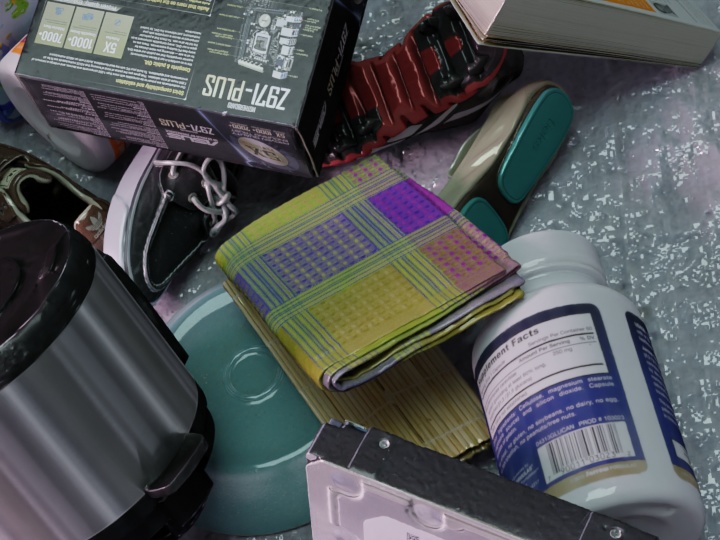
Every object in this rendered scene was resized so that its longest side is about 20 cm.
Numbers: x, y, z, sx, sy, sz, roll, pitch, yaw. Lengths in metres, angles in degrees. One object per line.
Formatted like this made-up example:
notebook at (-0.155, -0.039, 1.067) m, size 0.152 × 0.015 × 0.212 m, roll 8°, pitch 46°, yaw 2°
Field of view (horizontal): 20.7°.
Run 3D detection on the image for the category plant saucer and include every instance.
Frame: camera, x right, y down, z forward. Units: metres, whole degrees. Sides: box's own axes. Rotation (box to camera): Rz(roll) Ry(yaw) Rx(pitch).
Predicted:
plant saucer at (-0.066, 0.074, 1.292) m, size 0.198 × 0.036 × 0.202 m, roll -8°, pitch 55°, yaw 11°

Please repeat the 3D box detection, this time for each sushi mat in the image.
sushi mat at (0.000, 0.055, 1.256) m, size 0.095 × 0.012 × 0.200 m, roll -28°, pitch 59°, yaw -16°

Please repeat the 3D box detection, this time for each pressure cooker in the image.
pressure cooker at (-0.188, 0.093, 1.199) m, size 0.178 × 0.201 × 0.176 m, roll -32°, pitch 27°, yaw 5°

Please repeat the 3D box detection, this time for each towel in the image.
towel at (0.000, 0.000, 1.229) m, size 0.143 × 0.023 × 0.200 m, roll -29°, pitch 34°, yaw -13°

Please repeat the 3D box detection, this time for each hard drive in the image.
hard drive at (0.066, 0.165, 1.112) m, size 0.198 × 0.140 × 0.038 m, roll 21°, pitch 54°, yaw 18°

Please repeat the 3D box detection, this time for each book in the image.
book at (0.137, -0.202, 1.337) m, size 0.198 × 0.048 × 0.134 m, roll 3°, pitch 42°, yaw -37°

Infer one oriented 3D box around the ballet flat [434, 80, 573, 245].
ballet flat at (0.075, -0.045, 1.319) m, size 0.069 × 0.070 × 0.201 m, roll 21°, pitch 62°, yaw 27°

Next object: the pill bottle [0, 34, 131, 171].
pill bottle at (-0.161, -0.178, 1.441) m, size 0.109 × 0.110 × 0.200 m, roll 32°, pitch 71°, yaw 31°

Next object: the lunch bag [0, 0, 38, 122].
lunch bag at (-0.247, -0.221, 1.467) m, size 0.082 × 0.161 × 0.201 m, roll 30°, pitch 71°, yaw 25°

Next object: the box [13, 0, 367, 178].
box at (-0.106, -0.168, 1.320) m, size 0.198 × 0.086 × 0.165 m, roll 11°, pitch 72°, yaw 12°

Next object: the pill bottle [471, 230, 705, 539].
pill bottle at (0.128, 0.079, 1.185) m, size 0.110 × 0.111 × 0.201 m, roll -16°, pitch 54°, yaw 5°

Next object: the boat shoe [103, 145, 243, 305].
boat shoe at (-0.115, -0.058, 1.370) m, size 0.067 × 0.074 × 0.201 m, roll 1°, pitch 50°, yaw 30°

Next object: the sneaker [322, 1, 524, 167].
sneaker at (0.030, -0.122, 1.373) m, size 0.199 × 0.098 × 0.072 m, roll -25°, pitch 75°, yaw 28°

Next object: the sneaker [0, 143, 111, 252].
sneaker at (-0.237, -0.059, 1.406) m, size 0.199 × 0.076 × 0.071 m, roll 26°, pitch 67°, yaw 28°
